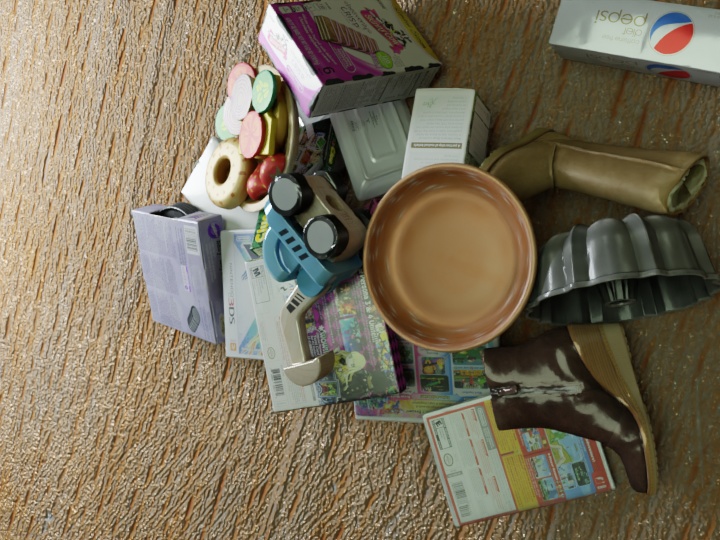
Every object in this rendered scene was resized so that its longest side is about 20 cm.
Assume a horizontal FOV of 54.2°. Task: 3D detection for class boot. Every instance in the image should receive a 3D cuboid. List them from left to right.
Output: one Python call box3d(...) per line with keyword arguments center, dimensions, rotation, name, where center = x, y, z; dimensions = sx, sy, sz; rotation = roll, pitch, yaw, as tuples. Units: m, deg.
box3d(center=(0.239, 0.166, 0.805), dimensions=(0.164, 0.072, 0.203), rotation=(-16, 85, 19), name="boot")
box3d(center=(0.242, -0.096, 0.761), dimensions=(0.199, 0.175, 0.067), rotation=(23, 143, 41), name="boot")

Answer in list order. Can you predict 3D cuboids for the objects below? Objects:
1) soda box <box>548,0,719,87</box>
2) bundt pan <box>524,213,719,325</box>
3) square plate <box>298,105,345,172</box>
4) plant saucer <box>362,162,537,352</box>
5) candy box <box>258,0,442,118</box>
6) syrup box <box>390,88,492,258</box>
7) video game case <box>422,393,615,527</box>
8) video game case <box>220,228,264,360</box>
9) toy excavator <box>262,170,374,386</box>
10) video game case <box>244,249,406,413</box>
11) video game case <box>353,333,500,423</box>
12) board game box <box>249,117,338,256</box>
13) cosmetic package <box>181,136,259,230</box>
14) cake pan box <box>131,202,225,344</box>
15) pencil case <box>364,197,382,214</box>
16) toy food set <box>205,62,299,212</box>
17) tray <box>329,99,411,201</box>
box3d(center=(0.318, -0.258, 0.782), dimensions=(0.198, 0.068, 0.064), rotation=(21, 100, 29), name="soda box")
box3d(center=(0.269, -0.001, 0.745), dimensions=(0.200, 0.201, 0.077), rotation=(-15, 69, 29), name="bundt pan")
box3d(center=(-0.065, -0.239, 1.031), dimensions=(0.199, 0.028, 0.200), rotation=(-38, 72, 24), name="square plate")
box3d(center=(0.097, -0.014, 0.765), dimensions=(0.198, 0.037, 0.203), rotation=(0, 90, 28), name="plant saucer")
box3d(center=(-0.011, -0.279, 0.900), dimensions=(0.137, 0.198, 0.061), rotation=(57, 143, 16), name="candy box")
box3d(center=(0.098, -0.108, 0.846), dimensions=(0.081, 0.079, 0.203), rotation=(7, 84, 28), name="syrup box")
box3d(center=(0.188, 0.217, 0.855), dimensions=(0.198, 0.017, 0.145), rotation=(-19, 83, 16), name="video game case")
box3d(center=(-0.111, 0.033, 0.967), dimensions=(0.198, 0.022, 0.185), rotation=(0, 94, 32), name="video game case")
box3d(center=(-0.062, 0.009, 0.837), dimensions=(0.195, 0.100, 0.200), rotation=(50, 120, 13), name="toy excavator")
box3d(center=(-0.047, 0.068, 0.894), dimensions=(0.179, 0.036, 0.203), rotation=(-13, 88, 22), name="video game case")
box3d(center=(0.080, 0.107, 0.901), dimensions=(0.197, 0.024, 0.185), rotation=(-1, 103, 18), name="video game case")
box3d(center=(-0.086, -0.117, 0.958), dimensions=(0.104, 0.023, 0.202), rotation=(-9, 56, 27), name="board game box")
box3d(center=(-0.165, -0.095, 1.055), dimensions=(0.200, 0.084, 0.108), rotation=(47, 113, 22), name="cosmetic package")
box3d(center=(-0.272, -0.002, 1.086), dimensions=(0.183, 0.052, 0.203), rotation=(9, 113, 40), name="cake pan box")
box3d(center=(0.000, 0.000, 0.957), dimensions=(0.094, 0.090, 0.201), rotation=(46, 114, 26), name="pencil case")
box3d(center=(-0.146, -0.179, 0.942), dimensions=(0.199, 0.048, 0.201), rotation=(11, 96, 53), name="toy food set")
box3d(center=(0.016, -0.202, 0.952), dimensions=(0.106, 0.022, 0.202), rotation=(-19, 75, 0), name="tray")
